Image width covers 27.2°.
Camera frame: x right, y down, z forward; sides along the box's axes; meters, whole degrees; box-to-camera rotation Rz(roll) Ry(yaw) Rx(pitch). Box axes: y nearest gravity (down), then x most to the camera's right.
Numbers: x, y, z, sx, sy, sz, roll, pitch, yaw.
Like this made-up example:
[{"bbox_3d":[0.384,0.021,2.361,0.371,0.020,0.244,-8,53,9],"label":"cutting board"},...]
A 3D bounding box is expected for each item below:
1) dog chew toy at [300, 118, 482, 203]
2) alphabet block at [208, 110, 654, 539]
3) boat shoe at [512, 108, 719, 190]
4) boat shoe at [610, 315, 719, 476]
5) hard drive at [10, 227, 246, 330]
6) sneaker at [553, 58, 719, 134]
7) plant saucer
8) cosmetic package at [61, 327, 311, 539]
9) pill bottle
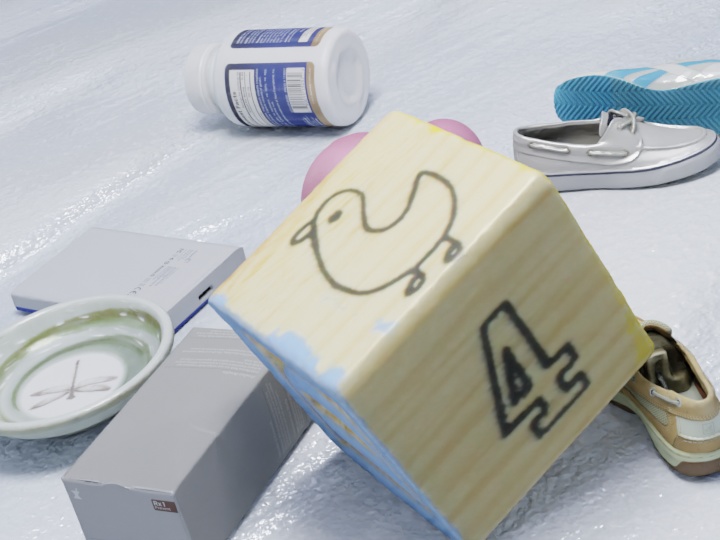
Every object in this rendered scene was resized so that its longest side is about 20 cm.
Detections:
[{"bbox_3d":[0.039,-0.079,1.349,0.124,0.125,0.199,13,31,40],"label":"dog chew toy"},{"bbox_3d":[0.051,0.039,1.053,0.200,0.197,0.195,-46,38,-10],"label":"alphabet block"},{"bbox_3d":[0.244,-0.123,1.427,0.199,0.066,0.072,-3,31,21],"label":"boat shoe"},{"bbox_3d":[0.218,0.067,1.103,0.071,0.077,0.200,-21,30,-11],"label":"boat shoe"},{"bbox_3d":[-0.228,0.008,1.459,0.199,0.026,0.132,8,36,34],"label":"hard drive"},{"bbox_3d":[0.294,-0.171,1.489,0.198,0.077,0.081,2,24,16],"label":"sneaker"},{"bbox_3d":[-0.254,0.094,1.300,0.199,0.051,0.201,-11,30,6],"label":"plant saucer"},{"bbox_3d":[-0.126,0.133,1.143,0.106,0.091,0.200,4,37,30],"label":"cosmetic package"},{"bbox_3d":[-0.098,-0.221,1.705,0.199,0.112,0.111,3,34,28],"label":"pill bottle"}]
